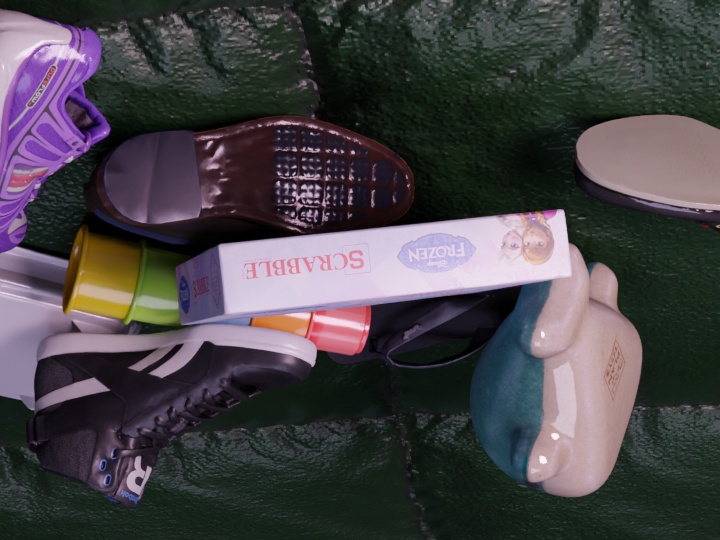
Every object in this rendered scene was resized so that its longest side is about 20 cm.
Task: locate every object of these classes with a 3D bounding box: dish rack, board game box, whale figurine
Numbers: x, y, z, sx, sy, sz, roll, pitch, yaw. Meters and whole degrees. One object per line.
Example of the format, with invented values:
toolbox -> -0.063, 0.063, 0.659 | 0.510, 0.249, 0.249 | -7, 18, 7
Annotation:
dish rack -> -0.256, 0.042, 1.328 | 0.199, 0.044, 0.172 | 16, 145, -22
board game box -> 0.000, 0.000, 1.145 | 0.199, 0.041, 0.199 | -6, 178, -13
whale figurine -> 0.115, 0.059, 1.228 | 0.103, 0.159, 0.200 | 11, 153, 22

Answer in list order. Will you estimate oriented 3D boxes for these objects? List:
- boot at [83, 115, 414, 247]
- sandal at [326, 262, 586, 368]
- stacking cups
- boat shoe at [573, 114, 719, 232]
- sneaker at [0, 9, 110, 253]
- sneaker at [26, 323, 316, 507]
boot -> -0.073, -0.053, 1.175 | 0.199, 0.075, 0.097 | 2, 176, -24
sandal -> 0.064, 0.034, 1.313 | 0.199, 0.043, 0.076 | -13, 146, 20
stacking cups -> -0.094, 0.019, 1.270 | 0.199, 0.061, 0.061 | 12, 146, -17
boat shoe -> 0.220, -0.048, 1.151 | 0.201, 0.074, 0.063 | 3, 141, -13
sneaker -> -0.191, -0.070, 1.117 | 0.083, 0.081, 0.200 | 3, 148, -17
sneaker -> -0.122, 0.098, 1.248 | 0.199, 0.112, 0.073 | -4, 161, 23
